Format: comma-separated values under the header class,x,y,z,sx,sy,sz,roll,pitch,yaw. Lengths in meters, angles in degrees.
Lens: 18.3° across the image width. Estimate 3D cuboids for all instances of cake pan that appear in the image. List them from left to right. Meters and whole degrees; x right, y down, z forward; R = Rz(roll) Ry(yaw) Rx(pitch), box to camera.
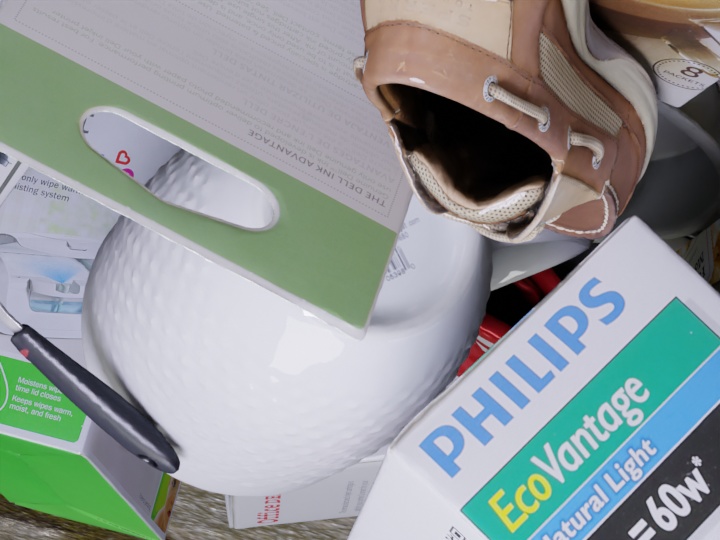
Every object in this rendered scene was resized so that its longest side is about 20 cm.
class,x,y,z,sx,sy,sz,roll,pitch,yaw
cake pan,0.059,-0.067,0.911,0.199,0.037,0.200,15,162,5

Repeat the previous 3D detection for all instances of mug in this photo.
class,x,y,z,sx,sy,sz,roll,pitch,yaw
mug,0.000,0.000,0.907,0.199,0.148,0.175,-10,169,-21

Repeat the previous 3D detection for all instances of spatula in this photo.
class,x,y,z,sx,sy,sz,roll,pitch,yaw
spatula,-0.143,0.009,0.890,0.200,0.021,0.056,49,157,-6

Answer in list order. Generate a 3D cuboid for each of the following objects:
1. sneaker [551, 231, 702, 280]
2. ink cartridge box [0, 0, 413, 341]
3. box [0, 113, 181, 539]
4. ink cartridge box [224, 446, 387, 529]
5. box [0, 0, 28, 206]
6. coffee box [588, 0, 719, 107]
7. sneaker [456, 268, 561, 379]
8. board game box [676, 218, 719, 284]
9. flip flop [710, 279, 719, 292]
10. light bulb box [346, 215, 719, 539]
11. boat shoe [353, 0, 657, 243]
class,x,y,z,sx,sy,sz,roll,pitch,yaw
sneaker,0.171,0.036,1.050,0.199,0.089,0.074,15,165,11
ink cartridge box,-0.044,-0.063,0.724,0.145,0.200,0.048,27,134,-7
box,-0.136,0.024,1.135,0.096,0.177,0.200,14,163,11
ink cartridge box,0.021,0.079,1.216,0.199,0.085,0.145,-7,163,-5
box,-0.142,-0.087,0.887,0.060,0.117,0.200,29,162,-10
coffee box,0.090,-0.126,0.626,0.113,0.080,0.200,20,163,-11
sneaker,0.039,0.003,1.090,0.199,0.078,0.116,25,153,25
board game box,0.217,0.003,0.915,0.151,0.047,0.200,3,165,-10
flip flop,0.137,0.040,0.858,0.199,0.058,0.081,-7,158,44
light bulb box,0.107,0.120,0.794,0.200,0.125,0.198,44,159,10
boat shoe,0.039,-0.046,0.665,0.075,0.072,0.200,12,164,23
